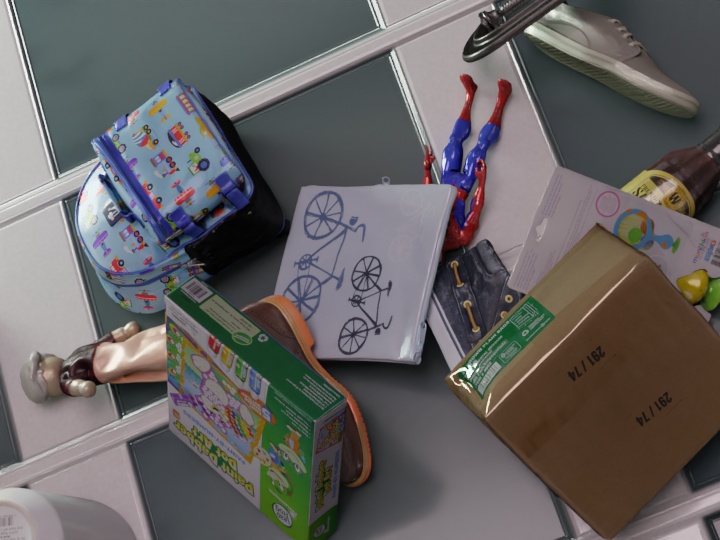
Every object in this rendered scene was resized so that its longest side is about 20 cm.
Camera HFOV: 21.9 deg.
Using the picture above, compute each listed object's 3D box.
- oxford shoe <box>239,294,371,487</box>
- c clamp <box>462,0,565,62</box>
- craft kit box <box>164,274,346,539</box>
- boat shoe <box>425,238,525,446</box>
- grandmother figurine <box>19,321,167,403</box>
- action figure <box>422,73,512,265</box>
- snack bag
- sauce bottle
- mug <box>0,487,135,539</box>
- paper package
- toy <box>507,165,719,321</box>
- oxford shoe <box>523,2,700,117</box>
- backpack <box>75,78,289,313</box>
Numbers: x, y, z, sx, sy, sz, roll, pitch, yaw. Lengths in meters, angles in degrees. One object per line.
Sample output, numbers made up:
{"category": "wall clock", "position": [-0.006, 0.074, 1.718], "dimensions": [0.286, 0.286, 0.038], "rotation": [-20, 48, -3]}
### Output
{"category": "oxford shoe", "position": [-0.062, 0.120, 1.746], "dimensions": [0.071, 0.073, 0.200], "rotation": [-42, 75, 35]}
{"category": "c clamp", "position": [0.180, -0.273, 1.823], "dimensions": [0.200, 0.027, 0.171], "rotation": [-35, 18, 12]}
{"category": "craft kit box", "position": [-0.099, 0.132, 1.712], "dimensions": [0.048, 0.198, 0.200], "rotation": [-36, 58, -28]}
{"category": "boat shoe", "position": [0.124, 0.064, 1.724], "dimensions": [0.091, 0.071, 0.201], "rotation": [-33, 61, 9]}
{"category": "grandmother figurine", "position": [-0.253, 0.094, 1.842], "dimensions": [0.199, 0.121, 0.061], "rotation": [-13, 104, 25]}
{"category": "action figure", "position": [0.095, -0.094, 1.810], "dimensions": [0.065, 0.052, 0.201], "rotation": [11, 77, 19]}
{"category": "snack bag", "position": [0.000, 0.000, 1.792], "dimensions": [0.200, 0.021, 0.189], "rotation": [-1, 67, 38]}
{"category": "sauce bottle", "position": [0.277, -0.066, 1.724], "dimensions": [0.200, 0.066, 0.066], "rotation": [-41, 63, 3]}
{"category": "mug", "position": [-0.317, 0.286, 1.749], "dimensions": [0.149, 0.153, 0.187], "rotation": [39, 87, 26]}
{"category": "paper package", "position": [0.210, 0.095, 1.613], "dimensions": [0.200, 0.191, 0.103], "rotation": [-45, 23, -1]}
{"category": "toy", "position": [0.233, -0.011, 1.674], "dimensions": [0.199, 0.047, 0.115], "rotation": [20, 96, -17]}
{"category": "oxford shoe", "position": [0.245, -0.207, 1.785], "dimensions": [0.200, 0.075, 0.058], "rotation": [35, 87, 32]}
{"category": "backpack", "position": [-0.201, -0.066, 1.854], "dimensions": [0.200, 0.135, 0.183], "rotation": [-34, 61, 8]}
